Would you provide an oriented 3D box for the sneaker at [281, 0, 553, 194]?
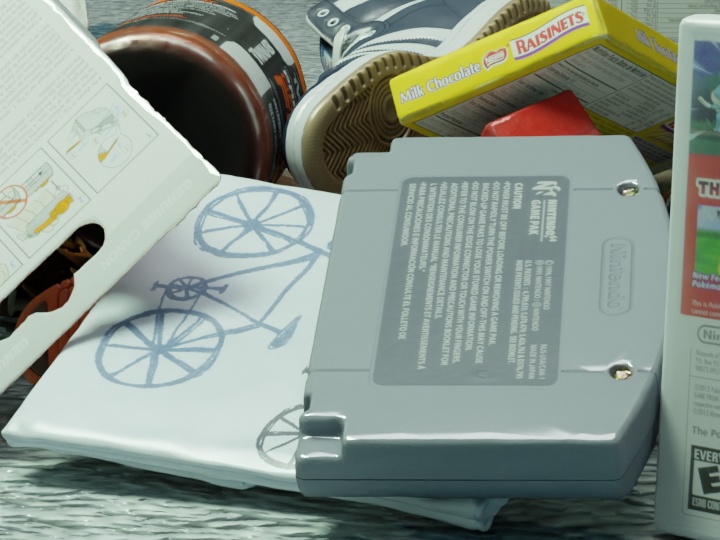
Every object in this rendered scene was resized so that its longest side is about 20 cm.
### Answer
[{"bbox_3d":[-0.001,-0.082,1.345,0.108,0.070,0.200,6,24,35],"label":"sneaker"}]

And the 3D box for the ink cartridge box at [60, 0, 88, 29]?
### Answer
[{"bbox_3d":[-0.225,-0.088,1.451,0.144,0.200,0.085,0,54,-16],"label":"ink cartridge box"}]

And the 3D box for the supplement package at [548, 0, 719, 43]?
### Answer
[{"bbox_3d":[0.139,-0.117,1.646,0.150,0.200,0.152,0,9,-5],"label":"supplement package"}]

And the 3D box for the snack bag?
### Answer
[{"bbox_3d":[-0.011,0.027,1.108,0.200,0.021,0.189,8,36,20],"label":"snack bag"}]

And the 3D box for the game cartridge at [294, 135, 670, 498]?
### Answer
[{"bbox_3d":[0.052,0.015,1.066,0.133,0.041,0.200,-3,34,9],"label":"game cartridge"}]

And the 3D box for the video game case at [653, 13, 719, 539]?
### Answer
[{"bbox_3d":[0.188,0.013,0.943,0.200,0.183,0.023,9,11,39],"label":"video game case"}]

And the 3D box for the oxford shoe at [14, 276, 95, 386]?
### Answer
[{"bbox_3d":[-0.043,0.034,1.203,0.200,0.071,0.073,-1,-18,2],"label":"oxford shoe"}]

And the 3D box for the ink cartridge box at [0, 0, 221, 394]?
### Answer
[{"bbox_3d":[-0.159,-0.032,1.173,0.200,0.162,0.050,45,-3,32],"label":"ink cartridge box"}]

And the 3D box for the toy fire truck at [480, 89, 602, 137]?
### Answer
[{"bbox_3d":[0.094,0.003,1.230,0.049,0.141,0.200,-23,-20,-24],"label":"toy fire truck"}]

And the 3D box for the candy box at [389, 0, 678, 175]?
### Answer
[{"bbox_3d":[0.102,-0.074,1.296,0.102,0.026,0.200,-24,-19,22],"label":"candy box"}]

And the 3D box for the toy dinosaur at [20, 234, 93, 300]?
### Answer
[{"bbox_3d":[-0.171,-0.031,1.301,0.200,0.102,0.136,21,2,26],"label":"toy dinosaur"}]

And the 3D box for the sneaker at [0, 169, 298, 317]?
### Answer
[{"bbox_3d":[-0.103,-0.003,1.408,0.200,0.071,0.076,-9,29,-22],"label":"sneaker"}]

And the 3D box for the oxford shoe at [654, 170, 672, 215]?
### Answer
[{"bbox_3d":[0.164,-0.017,1.317,0.071,0.074,0.200,-30,24,-4],"label":"oxford shoe"}]

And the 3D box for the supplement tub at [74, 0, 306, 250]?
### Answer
[{"bbox_3d":[-0.081,-0.072,1.334,0.107,0.107,0.200,2,13,6],"label":"supplement tub"}]
